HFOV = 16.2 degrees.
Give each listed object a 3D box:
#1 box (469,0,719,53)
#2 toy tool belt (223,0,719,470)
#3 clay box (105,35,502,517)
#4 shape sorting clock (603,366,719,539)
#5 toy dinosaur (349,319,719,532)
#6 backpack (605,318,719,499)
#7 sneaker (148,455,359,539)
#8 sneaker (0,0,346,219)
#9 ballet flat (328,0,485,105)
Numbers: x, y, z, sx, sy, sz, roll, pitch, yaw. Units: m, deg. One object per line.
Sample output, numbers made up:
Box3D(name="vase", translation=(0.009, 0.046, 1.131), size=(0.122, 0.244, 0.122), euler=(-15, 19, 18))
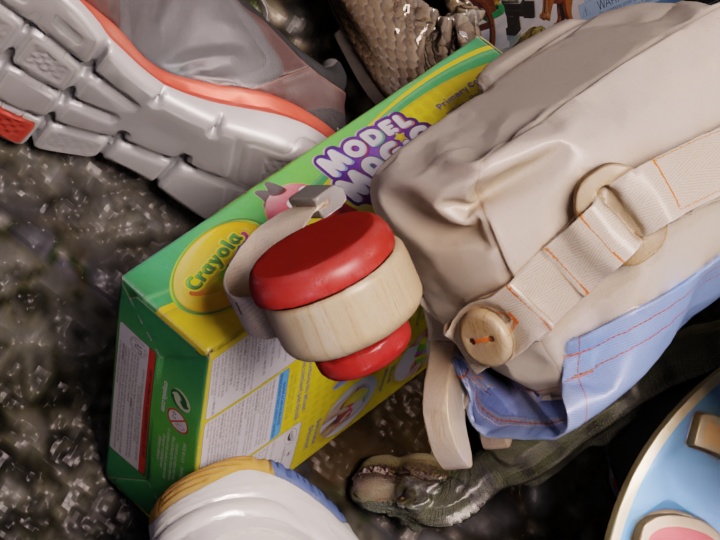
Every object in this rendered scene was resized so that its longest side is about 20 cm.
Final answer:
Box3D(name="box", translation=(0.084, -0.151, 0.922), size=(0.038, 0.200, 0.137), euler=(-9, 84, -36))
Box3D(name="toy tool belt", translation=(0.065, 0.006, 0.803), size=(0.200, 0.125, 0.123), euler=(-36, 111, -30))
Box3D(name="clay box", translation=(0.000, 0.000, 0.890), size=(0.048, 0.115, 0.200), euler=(39, 55, 22))
Box3D(name="shape sorting clock", translation=(0.177, 0.116, 0.860), size=(0.200, 0.039, 0.200), euler=(0, 89, -16))
Box3D(name="toy dinosaur", translation=(0.087, 0.031, 0.932), size=(0.047, 0.200, 0.088), euler=(47, 21, -31))
Box3D(name="backpack", translation=(0.210, 0.088, 0.970), size=(0.183, 0.147, 0.200), euler=(-40, 99, -16))
Box3D(name="sneaker", translation=(0.004, 0.147, 0.858), size=(0.200, 0.075, 0.088), euler=(34, 30, -32))
Box3D(name="sneaker", translation=(-0.087, -0.086, 0.895), size=(0.200, 0.077, 0.082), euler=(31, 49, -28))
Box3D(name="ballet flat", translation=(-0.015, -0.143, 0.937), size=(0.067, 0.046, 0.200), euler=(-31, 86, -48))
